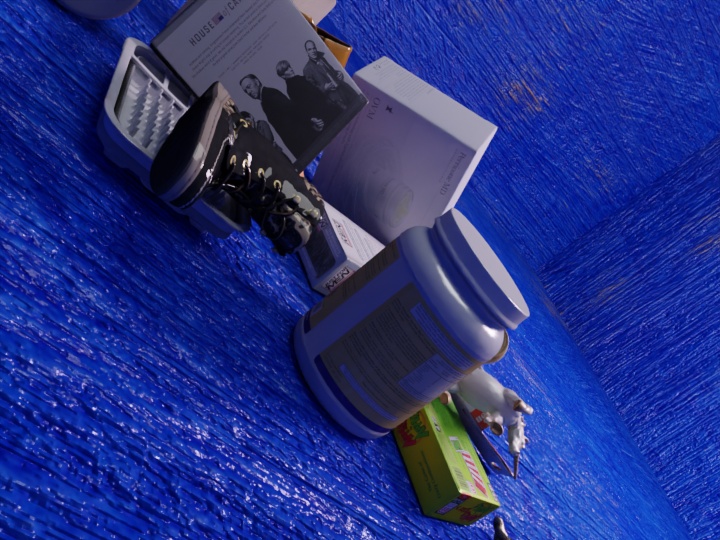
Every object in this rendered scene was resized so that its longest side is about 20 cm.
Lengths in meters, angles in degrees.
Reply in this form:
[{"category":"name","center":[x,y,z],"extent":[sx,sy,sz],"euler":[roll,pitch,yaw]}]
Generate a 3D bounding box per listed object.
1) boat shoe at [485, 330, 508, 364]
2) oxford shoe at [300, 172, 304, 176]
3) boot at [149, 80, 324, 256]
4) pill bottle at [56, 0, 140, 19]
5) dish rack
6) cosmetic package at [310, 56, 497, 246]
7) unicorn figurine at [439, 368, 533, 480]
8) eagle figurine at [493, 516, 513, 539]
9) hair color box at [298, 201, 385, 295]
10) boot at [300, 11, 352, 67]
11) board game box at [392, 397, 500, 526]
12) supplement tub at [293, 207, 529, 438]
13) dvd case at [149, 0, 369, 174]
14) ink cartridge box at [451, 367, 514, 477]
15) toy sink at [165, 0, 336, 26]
[{"category":"boat shoe","center":[0.101,0.061,0.782],"extent":[0.197,0.075,0.063],"euler":[26,-15,-15]},{"category":"oxford shoe","center":[-0.105,-0.125,0.836],"extent":[0.202,0.069,0.074],"euler":[-106,180,-56]},{"category":"boot","center":[-0.100,-0.075,0.571],"extent":[0.151,0.073,0.201],"euler":[45,14,-25]},{"category":"pill bottle","center":[-0.286,-0.367,0.705],"extent":[0.113,0.113,0.202],"euler":[38,22,-40]},{"category":"dish rack","center":[-0.180,-0.124,0.634],"extent":[0.171,0.043,0.202],"euler":[43,19,-34]},{"category":"cosmetic package","center":[0.057,-0.157,0.937],"extent":[0.197,0.202,0.123],"euler":[32,36,7]},{"category":"unicorn figurine","center":[0.142,0.149,0.739],"extent":[0.201,0.074,0.137],"euler":[51,5,9]},{"category":"eagle figurine","center":[0.088,0.288,0.458],"extent":[0.148,0.153,0.201],"euler":[17,45,18]},{"category":"hair color box","center":[0.000,0.000,0.848],"extent":[0.199,0.060,0.100],"euler":[33,25,-51]},{"category":"boot","center":[-0.118,-0.240,0.760],"extent":[0.197,0.146,0.071],"euler":[14,27,-22]},{"category":"board game box","center":[0.076,0.174,0.731],"extent":[0.101,0.047,0.203],"euler":[36,25,-47]},{"category":"supplement tub","center":[0.048,0.051,0.632],"extent":[0.146,0.199,0.146],"euler":[46,18,-20]},{"category":"dvd case","center":[-0.102,-0.210,0.701],"extent":[0.201,0.151,0.025],"euler":[48,-13,-18]},{"category":"ink cartridge box","center":[0.149,0.171,0.865],"extent":[0.202,0.050,0.109],"euler":[56,-9,10]},{"category":"toy sink","center":[-0.152,-0.365,0.917],"extent":[0.113,0.199,0.130],"euler":[52,18,1]}]
